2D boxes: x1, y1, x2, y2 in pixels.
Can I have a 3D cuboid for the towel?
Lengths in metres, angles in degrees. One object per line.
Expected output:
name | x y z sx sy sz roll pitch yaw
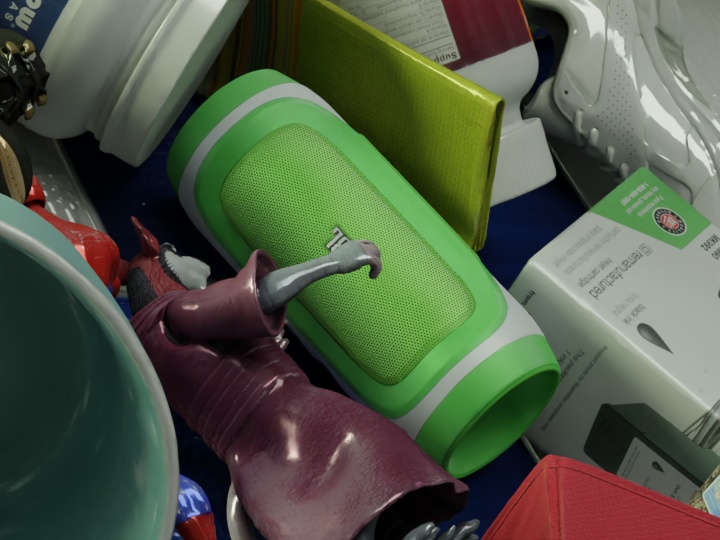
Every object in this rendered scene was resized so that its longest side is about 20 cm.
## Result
towel | -0.014 -0.086 1.225 0.200 0.086 0.018 32 43 33

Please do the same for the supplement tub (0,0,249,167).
supplement tub | -0.155 -0.152 1.186 0.199 0.145 0.145 32 33 -1

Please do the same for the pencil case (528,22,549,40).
pencil case | 0.092 -0.172 1.471 0.078 0.087 0.200 44 36 17

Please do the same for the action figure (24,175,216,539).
action figure | -0.121 0.061 1.027 0.065 0.099 0.201 -5 71 -47

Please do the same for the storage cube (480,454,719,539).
storage cube | 0.102 0.209 0.915 0.199 0.171 0.180 22 36 -16

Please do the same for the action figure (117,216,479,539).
action figure | -0.047 0.063 1.069 0.200 0.134 0.149 42 63 15

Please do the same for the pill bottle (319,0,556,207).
pill bottle | 0.024 -0.127 1.264 0.109 0.109 0.201 -27 99 -53

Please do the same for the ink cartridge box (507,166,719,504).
ink cartridge box | 0.167 0.061 1.236 0.200 0.084 0.146 40 34 9

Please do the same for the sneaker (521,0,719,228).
sneaker | 0.141 -0.080 1.396 0.099 0.078 0.201 -19 81 -8

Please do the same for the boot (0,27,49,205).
boot | -0.159 -0.065 1.030 0.138 0.078 0.199 -26 25 -37

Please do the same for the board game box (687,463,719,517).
board game box | 0.212 0.138 1.067 0.159 0.200 0.097 5 43 -34

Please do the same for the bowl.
bowl | -0.159 0.046 0.900 0.200 0.201 0.105 26 21 -10

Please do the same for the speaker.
speaker | 0.000 0.000 1.174 0.200 0.089 0.088 47 36 21
